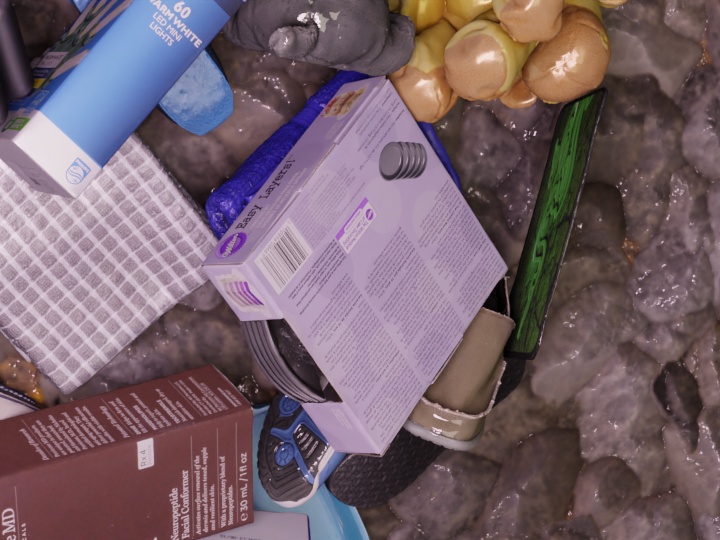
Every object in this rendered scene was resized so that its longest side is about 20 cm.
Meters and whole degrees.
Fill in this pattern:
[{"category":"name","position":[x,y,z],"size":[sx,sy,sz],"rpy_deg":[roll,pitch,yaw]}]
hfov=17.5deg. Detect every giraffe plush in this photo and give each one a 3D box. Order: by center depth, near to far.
[{"category":"giraffe plush","position":[0.113,-0.180,1.683],"size":[0.162,0.172,0.200],"rpy_deg":[33,46,-40]}]

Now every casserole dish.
[{"category":"casserole dish","position":[-0.069,0.184,1.746],"size":[0.121,0.039,0.200],"rpy_deg":[-32,115,-14]}]

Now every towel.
[{"category":"towel","position":[-0.201,-0.030,1.605],"size":[0.166,0.086,0.200],"rpy_deg":[-43,116,-7]},{"category":"towel","position":[-0.010,-0.047,1.656],"size":[0.200,0.049,0.148],"rpy_deg":[-46,113,-36]}]

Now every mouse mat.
[{"category":"mouse mat","position":[0.137,-0.032,1.702],"size":[0.008,0.161,0.201],"rpy_deg":[17,87,-6]}]

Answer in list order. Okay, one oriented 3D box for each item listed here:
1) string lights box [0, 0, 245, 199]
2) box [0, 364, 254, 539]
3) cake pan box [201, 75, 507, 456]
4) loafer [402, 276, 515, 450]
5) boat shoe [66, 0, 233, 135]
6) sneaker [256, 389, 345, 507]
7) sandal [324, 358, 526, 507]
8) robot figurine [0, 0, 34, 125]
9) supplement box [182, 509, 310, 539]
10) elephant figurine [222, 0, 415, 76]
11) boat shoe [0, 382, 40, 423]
[{"category":"string lights box","position":[-0.152,-0.141,1.503],"size":[0.059,0.103,0.200],"rpy_deg":[43,78,-20]},{"category":"box","position":[-0.174,0.143,1.607],"size":[0.200,0.075,0.100],"rpy_deg":[-14,122,-25]},{"category":"cake pan box","position":[0.000,0.000,1.602],"size":[0.184,0.052,0.200],"rpy_deg":[53,55,-28]},{"category":"loafer","position":[0.070,0.055,1.690],"size":[0.075,0.200,0.070],"rpy_deg":[19,122,-4]},{"category":"boat shoe","position":[-0.161,-0.180,1.596],"size":[0.084,0.069,0.200],"rpy_deg":[-27,112,-6]},{"category":"sneaker","position":[-0.009,0.090,1.700],"size":[0.077,0.076,0.200],"rpy_deg":[52,55,-41]},{"category":"sandal","position":[0.043,0.111,1.771],"size":[0.200,0.045,0.075],"rpy_deg":[-35,142,-29]},{"category":"robot figurine","position":[-0.311,-0.130,1.476],"size":[0.150,0.199,0.125],"rpy_deg":[22,69,-68]},{"category":"supplement box","position":[-0.098,0.280,1.689],"size":[0.101,0.103,0.201],"rpy_deg":[7,113,-7]},{"category":"elephant figurine","position":[-0.019,-0.239,1.574],"size":[0.141,0.155,0.201],"rpy_deg":[9,96,-37]},{"category":"boat shoe","position":[-0.290,0.054,1.597],"size":[0.200,0.075,0.093],"rpy_deg":[26,61,-47]}]
